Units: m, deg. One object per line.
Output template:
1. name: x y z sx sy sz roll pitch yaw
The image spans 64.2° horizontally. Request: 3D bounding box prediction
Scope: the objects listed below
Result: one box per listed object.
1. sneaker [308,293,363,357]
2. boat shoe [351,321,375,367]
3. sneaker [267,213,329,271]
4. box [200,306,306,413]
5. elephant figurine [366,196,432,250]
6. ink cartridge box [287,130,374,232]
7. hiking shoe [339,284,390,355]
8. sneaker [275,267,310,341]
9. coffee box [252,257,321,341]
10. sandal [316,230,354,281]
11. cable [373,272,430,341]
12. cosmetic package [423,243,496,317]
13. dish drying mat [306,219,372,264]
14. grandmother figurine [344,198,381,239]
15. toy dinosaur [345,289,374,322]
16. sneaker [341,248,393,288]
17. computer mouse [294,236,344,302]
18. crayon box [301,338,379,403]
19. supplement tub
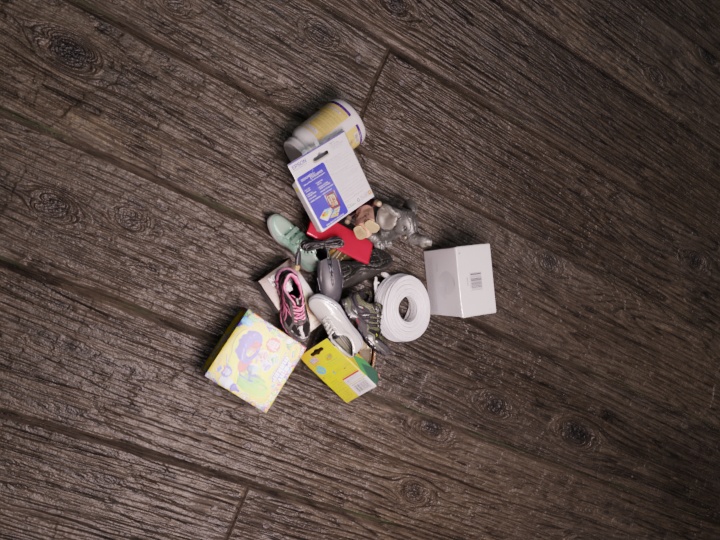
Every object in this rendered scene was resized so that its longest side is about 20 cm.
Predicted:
1. sneaker: -0.067 0.147 1.535 0.073 0.071 0.200 -39 101 26
2. boat shoe: 0.017 0.203 1.652 0.075 0.072 0.202 -8 105 -32
3. sneaker: -0.163 -0.089 1.581 0.201 0.118 0.074 48 57 -16
4. box: -0.286 0.234 1.535 0.192 0.122 0.201 35 78 -17
5. elephant figurine: 0.111 -0.141 1.637 0.155 0.199 0.142 42 56 -20
6. ink cartridge box: -0.081 -0.238 1.539 0.197 0.047 0.201 -36 110 -24
7. hiking shoe: 0.033 0.139 1.586 0.100 0.076 0.201 -37 89 -11
8. sneaker: -0.172 0.092 1.508 0.078 0.095 0.202 -17 96 -21
9. coffee box: -0.192 0.080 1.593 0.114 0.080 0.201 -37 101 -17
10. sandal: -0.066 -0.043 1.655 0.200 0.054 0.080 -51 149 -3
11. cable: 0.126 0.109 1.692 0.199 0.069 0.202 7 83 -39
12. cosmetic package: 0.292 0.030 1.709 0.122 0.200 0.201 -6 91 -22
13. dish drying mat: -0.056 -0.089 1.590 0.199 0.018 0.077 26 63 -22
14. grandmother figurine: 0.009 -0.165 1.626 0.120 0.201 0.061 -18 124 14
15. toy dinosaur: 0.007 0.106 1.686 0.199 0.047 0.089 -27 113 -19
16. sneaker: 0.000 0.000 1.658 0.198 0.091 0.076 -17 62 -15
17. computer mouse: -0.107 0.011 1.534 0.139 0.046 0.202 -1 106 -23
18. crayon box: -0.058 0.270 1.616 0.200 0.127 0.051 46 33 -14
19. supplement tub: -0.100 -0.365 1.602 0.200 0.145 0.146 -41 102 -16
